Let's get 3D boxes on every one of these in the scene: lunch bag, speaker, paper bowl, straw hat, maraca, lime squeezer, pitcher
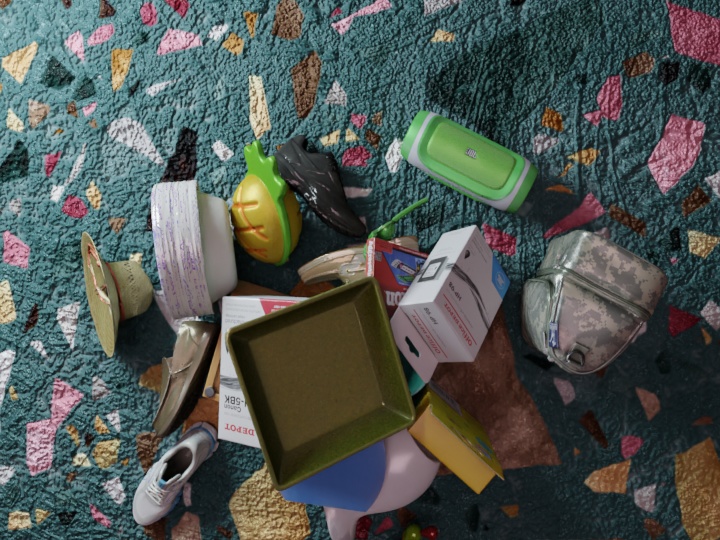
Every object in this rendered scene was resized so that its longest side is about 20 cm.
[{"bbox_3d":[0.300,0.050,0.730,0.138,0.200,0.170,27,92,6],"label":"lunch bag"},{"bbox_3d":[0.163,-0.166,0.803,0.198,0.088,0.089,28,93,6],"label":"speaker"},{"bbox_3d":[-0.244,-0.033,0.796,0.103,0.200,0.204,-8,89,-14],"label":"paper bowl"},{"bbox_3d":[-0.388,0.032,0.864,0.084,0.200,0.204,-13,88,-36],"label":"straw hat"},{"bbox_3d":[-0.143,-0.096,0.800,0.106,0.202,0.137,-26,54,-31],"label":"maraca"},{"bbox_3d":[0.045,-0.042,0.778,0.070,0.038,0.202,16,63,8],"label":"lime squeezer"},{"bbox_3d":[0.010,0.292,0.814,0.200,0.121,0.172,-41,72,16],"label":"pitcher"}]

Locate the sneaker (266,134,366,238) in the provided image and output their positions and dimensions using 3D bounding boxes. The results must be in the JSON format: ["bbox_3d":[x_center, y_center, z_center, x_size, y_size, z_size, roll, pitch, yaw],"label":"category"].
[{"bbox_3d":[-0.057,-0.136,0.837,0.200,0.076,0.091,44,87,2],"label":"sneaker"}]

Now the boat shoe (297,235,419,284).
[{"bbox_3d":[0.000,0.000,0.827,0.197,0.074,0.070,-14,83,6],"label":"boat shoe"}]

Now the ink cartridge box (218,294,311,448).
[{"bbox_3d":[-0.117,0.139,0.734,0.145,0.083,0.204,1,89,28],"label":"ink cartridge box"}]

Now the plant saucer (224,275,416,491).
[{"bbox_3d":[-0.047,0.131,0.653,0.197,0.048,0.203,-20,98,-21],"label":"plant saucer"}]

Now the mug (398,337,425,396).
[{"bbox_3d":[0.031,0.117,0.798,0.183,0.114,0.154,-23,85,-34],"label":"mug"}]

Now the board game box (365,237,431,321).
[{"bbox_3d":[0.084,0.026,0.765,0.019,0.198,0.105,-10,72,47],"label":"board game box"}]

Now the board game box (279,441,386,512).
[{"bbox_3d":[-0.048,0.259,0.776,0.197,0.039,0.161,-3,88,24],"label":"board game box"}]

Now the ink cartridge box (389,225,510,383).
[{"bbox_3d":[0.129,0.047,0.743,0.116,0.066,0.201,53,51,-22],"label":"ink cartridge box"}]

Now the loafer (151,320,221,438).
[{"bbox_3d":[-0.294,0.172,0.866,0.067,0.076,0.202,23,83,7],"label":"loafer"}]

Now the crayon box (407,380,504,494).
[{"bbox_3d":[0.127,0.230,0.748,0.127,0.200,0.051,42,94,4],"label":"crayon box"}]

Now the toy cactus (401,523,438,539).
[{"bbox_3d":[0.061,0.494,0.826,0.163,0.102,0.204,-2,92,25],"label":"toy cactus"}]

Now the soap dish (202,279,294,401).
[{"bbox_3d":[-0.159,0.133,0.843,0.155,0.081,0.203,17,91,6],"label":"soap dish"}]

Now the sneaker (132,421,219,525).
[{"bbox_3d":[-0.318,0.339,0.860,0.075,0.087,0.201,36,95,4],"label":"sneaker"}]
